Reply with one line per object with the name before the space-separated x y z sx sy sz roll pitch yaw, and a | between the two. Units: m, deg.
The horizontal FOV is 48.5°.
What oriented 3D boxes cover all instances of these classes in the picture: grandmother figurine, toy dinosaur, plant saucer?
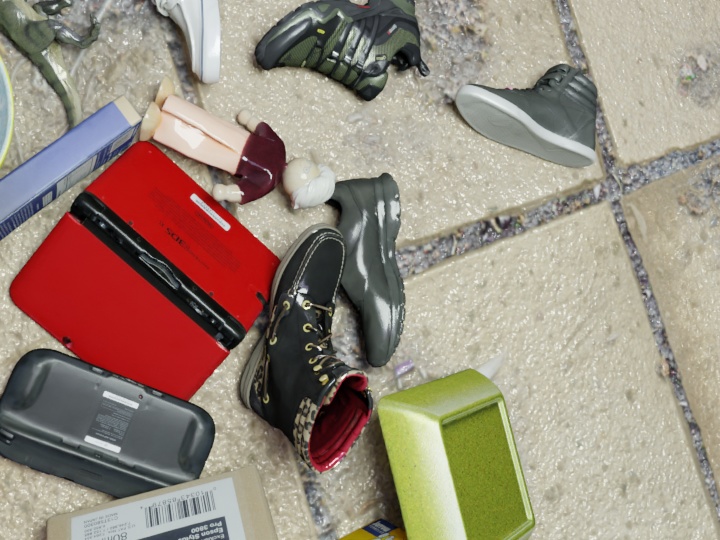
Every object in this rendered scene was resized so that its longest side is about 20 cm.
grandmother figurine | -0.117 -0.115 0.796 0.196 0.061 0.124 22 62 -11
toy dinosaur | -0.298 -0.232 0.763 0.087 0.047 0.202 -35 97 -5
plant saucer | 0.111 0.208 0.802 0.198 0.047 0.205 -5 79 -53

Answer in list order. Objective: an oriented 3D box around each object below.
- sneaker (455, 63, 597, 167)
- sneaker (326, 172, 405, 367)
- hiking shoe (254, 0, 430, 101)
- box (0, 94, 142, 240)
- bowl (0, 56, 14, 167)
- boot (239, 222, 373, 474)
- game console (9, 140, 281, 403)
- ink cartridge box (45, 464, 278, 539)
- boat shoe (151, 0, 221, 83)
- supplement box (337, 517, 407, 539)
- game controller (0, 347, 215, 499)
sneaker | 0.197 -0.199 0.930 0.196 0.070 0.102 18 77 -23
sneaker | 0.000 0.000 0.841 0.088 0.076 0.206 -2 78 -10
hiking shoe | -0.014 -0.230 0.849 0.196 0.076 0.103 -20 88 -21
box | -0.286 -0.076 0.709 0.200 0.121 0.033 -43 103 -18
bowl | -0.396 -0.127 0.681 0.195 0.107 0.206 2 83 -20
boot | -0.038 0.071 0.743 0.072 0.150 0.204 20 98 -35
game console | -0.203 0.008 0.786 0.199 0.118 0.174 42 42 -12
ink cartridge box | -0.163 0.271 0.683 0.195 0.165 0.077 -12 124 -15
boat shoe | -0.181 -0.283 0.803 0.064 0.074 0.205 -8 77 -15
supplement box | -0.028 0.340 0.766 0.196 0.109 0.112 -20 92 -21
game controller | -0.236 0.150 0.744 0.196 0.042 0.107 25 81 -17
